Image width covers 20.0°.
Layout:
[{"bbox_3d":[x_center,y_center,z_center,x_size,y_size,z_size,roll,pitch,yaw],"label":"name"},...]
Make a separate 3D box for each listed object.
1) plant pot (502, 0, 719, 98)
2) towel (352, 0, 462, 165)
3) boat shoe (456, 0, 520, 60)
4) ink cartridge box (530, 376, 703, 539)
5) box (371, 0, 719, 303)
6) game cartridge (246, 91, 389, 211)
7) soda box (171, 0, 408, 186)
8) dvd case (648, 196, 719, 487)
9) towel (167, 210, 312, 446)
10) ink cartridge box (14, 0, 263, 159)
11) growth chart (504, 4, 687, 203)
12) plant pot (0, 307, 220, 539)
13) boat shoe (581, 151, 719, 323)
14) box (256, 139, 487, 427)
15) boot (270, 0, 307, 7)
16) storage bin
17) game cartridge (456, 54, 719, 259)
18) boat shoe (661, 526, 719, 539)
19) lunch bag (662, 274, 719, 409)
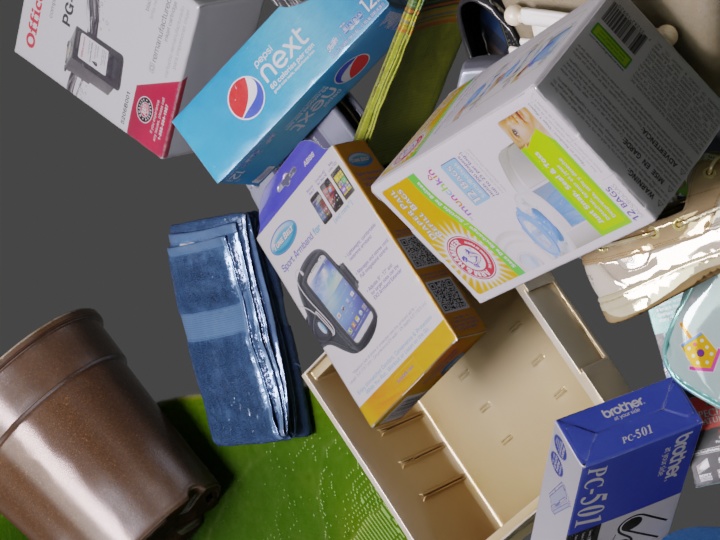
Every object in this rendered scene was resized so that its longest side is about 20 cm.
[{"bbox_3d":[0.196,-0.217,1.300,0.199,0.200,0.178,15,127,38],"label":"plant pot"},{"bbox_3d":[0.050,-0.159,1.507,0.018,0.086,0.201,41,127,26],"label":"towel"},{"bbox_3d":[0.120,-0.113,1.471,0.070,0.066,0.201,-15,93,44],"label":"boat shoe"},{"bbox_3d":[0.174,0.160,1.431,0.201,0.093,0.044,94,153,-52],"label":"ink cartridge box"},{"bbox_3d":[0.114,-0.073,1.267,0.113,0.101,0.200,46,149,-10],"label":"box"},{"bbox_3d":[-0.020,-0.059,1.635,0.200,0.041,0.133,53,127,17],"label":"game cartridge"},{"bbox_3d":[-0.049,-0.156,1.572,0.200,0.064,0.068,-44,72,20],"label":"soda box"},{"bbox_3d":[0.270,0.036,1.379,0.145,0.022,0.201,-15,94,21],"label":"dvd case"},{"bbox_3d":[-0.109,0.053,1.739,0.111,0.048,0.201,-9,97,44],"label":"towel"},{"bbox_3d":[-0.190,-0.207,1.709,0.200,0.083,0.146,35,123,29],"label":"ink cartridge box"},{"bbox_3d":[0.159,-0.090,1.313,0.144,0.018,0.201,20,145,31],"label":"growth chart"},{"bbox_3d":[-0.242,0.174,1.809,0.198,0.200,0.201,46,129,12],"label":"plant pot"},{"bbox_3d":[0.220,-0.040,1.253,0.199,0.074,0.069,-31,91,22],"label":"boat shoe"},{"bbox_3d":[0.000,0.000,1.509,0.119,0.041,0.201,-48,64,39],"label":"box"},{"bbox_3d":[0.042,-0.251,1.410,0.164,0.200,0.066,-9,106,40],"label":"boot"},{"bbox_3d":[0.089,0.099,1.545,0.201,0.093,0.199,56,132,14],"label":"storage bin"},{"bbox_3d":[0.156,-0.075,1.419,0.199,0.042,0.134,17,114,7],"label":"game cartridge"},{"bbox_3d":[0.292,0.238,1.413,0.199,0.084,0.069,17,136,37],"label":"boat shoe"},{"bbox_3d":[0.297,0.016,1.312,0.160,0.077,0.201,28,106,15],"label":"lunch bag"}]
